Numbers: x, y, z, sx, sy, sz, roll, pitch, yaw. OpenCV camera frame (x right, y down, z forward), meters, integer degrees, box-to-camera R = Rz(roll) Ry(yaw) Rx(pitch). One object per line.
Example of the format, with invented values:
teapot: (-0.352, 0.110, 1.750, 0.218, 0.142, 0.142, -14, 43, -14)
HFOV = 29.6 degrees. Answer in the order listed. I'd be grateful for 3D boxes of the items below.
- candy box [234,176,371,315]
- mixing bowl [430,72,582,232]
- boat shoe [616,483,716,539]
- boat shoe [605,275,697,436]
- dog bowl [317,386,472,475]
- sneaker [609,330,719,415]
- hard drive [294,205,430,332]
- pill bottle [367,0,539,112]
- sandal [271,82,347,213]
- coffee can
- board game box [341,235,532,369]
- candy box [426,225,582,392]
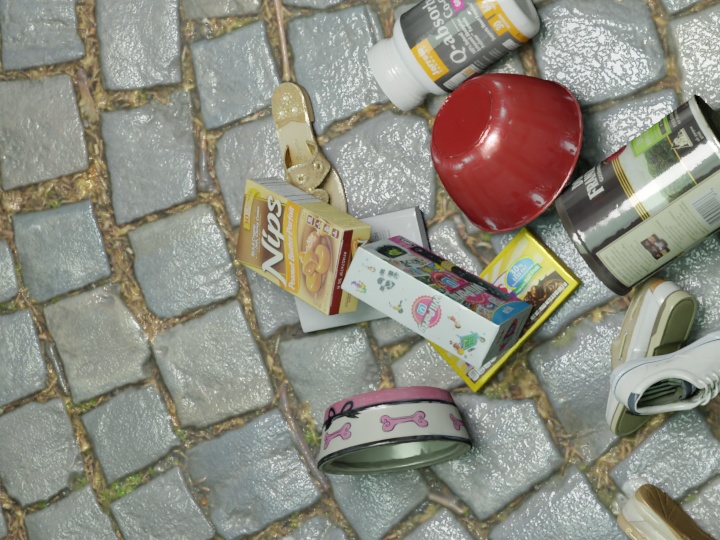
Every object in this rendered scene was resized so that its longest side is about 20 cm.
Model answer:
candy box: (-0.077, -0.034, 1.753, 0.199, 0.055, 0.117, 28, 115, 41)
mixing bowl: (0.156, -0.157, 1.628, 0.199, 0.108, 0.203, -26, 53, 39)
boat shoe: (0.392, 0.351, 1.645, 0.200, 0.073, 0.069, 48, 123, 14)
boat shoe: (0.340, 0.102, 1.647, 0.068, 0.074, 0.202, 42, 119, 44)
dog bowl: (0.039, 0.203, 1.725, 0.198, 0.200, 0.075, -16, 71, 24)
sneaker: (0.392, 0.127, 1.582, 0.198, 0.071, 0.074, -18, 121, -4)
hard drive: (0.000, 0.000, 1.801, 0.198, 0.025, 0.134, -11, 96, 24)
pill bottle: (0.113, -0.289, 1.683, 0.199, 0.116, 0.117, -33, 81, 23)
sandal: (-0.083, -0.146, 1.807, 0.077, 0.069, 0.214, -18, 88, 24)
coffee can: (0.347, -0.086, 1.580, 0.199, 0.146, 0.147, -36, 80, 22)
board game box: (0.095, 0.034, 1.671, 0.199, 0.147, 0.065, 30, 108, 16)
candy box: (0.179, 0.050, 1.732, 0.102, 0.026, 0.200, 47, 110, 16)
